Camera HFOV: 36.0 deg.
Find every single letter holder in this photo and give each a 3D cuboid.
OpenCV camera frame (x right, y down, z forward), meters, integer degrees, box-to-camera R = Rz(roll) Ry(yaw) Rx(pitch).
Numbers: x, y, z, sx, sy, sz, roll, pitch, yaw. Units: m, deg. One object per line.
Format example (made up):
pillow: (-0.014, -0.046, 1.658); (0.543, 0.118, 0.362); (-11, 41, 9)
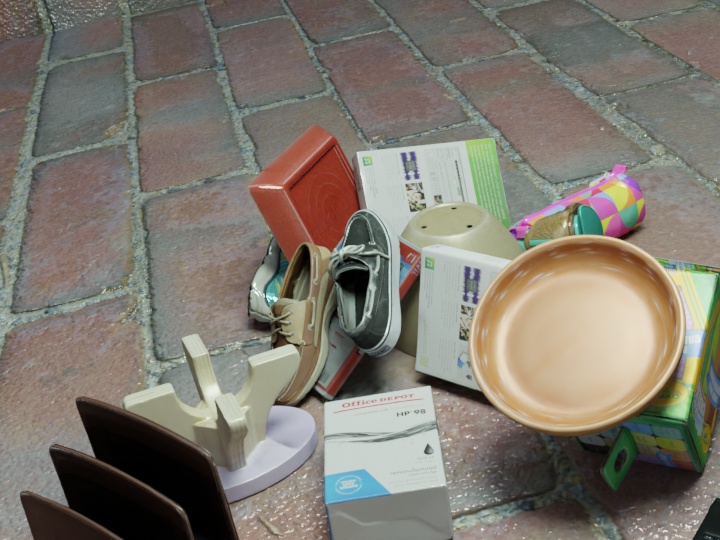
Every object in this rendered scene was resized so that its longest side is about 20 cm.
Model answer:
letter holder: (-0.224, 0.216, 1.039); (0.199, 0.143, 0.100); (15, 37, 37)

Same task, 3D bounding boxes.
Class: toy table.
toy table: (-0.147, 0.157, 1.151); (0.199, 0.118, 0.184); (-24, 32, -26)

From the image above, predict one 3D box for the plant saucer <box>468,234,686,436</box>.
plant saucer: (0.199, 0.061, 1.019); (0.199, 0.037, 0.201); (-12, 57, 19)

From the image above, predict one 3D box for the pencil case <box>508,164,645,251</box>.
pencil case: (0.283, -0.063, 1.448); (0.200, 0.089, 0.088); (-29, 34, -30)

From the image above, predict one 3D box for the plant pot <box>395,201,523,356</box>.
plant pot: (0.115, -0.004, 1.339); (0.199, 0.135, 0.201); (-7, 28, 4)

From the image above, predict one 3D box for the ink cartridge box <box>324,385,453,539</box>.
ink cartridge box: (0.023, 0.182, 1.100); (0.115, 0.067, 0.200); (-9, 29, 2)

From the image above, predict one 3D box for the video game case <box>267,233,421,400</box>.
video game case: (-0.017, 0.039, 1.304); (0.200, 0.017, 0.143); (-55, 38, -1)

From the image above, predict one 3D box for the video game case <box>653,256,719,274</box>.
video game case: (0.331, 0.007, 1.266); (0.181, 0.022, 0.200); (10, 11, 13)

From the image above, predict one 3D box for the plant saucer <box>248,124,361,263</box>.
plant saucer: (-0.042, -0.071, 1.443); (0.037, 0.201, 0.200); (-16, 22, 33)

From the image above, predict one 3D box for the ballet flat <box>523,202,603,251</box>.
ballet flat: (0.216, -0.036, 1.205); (0.072, 0.068, 0.200); (-8, 3, 20)

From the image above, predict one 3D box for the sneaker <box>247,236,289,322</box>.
sneaker: (-0.092, 0.009, 1.471); (0.079, 0.078, 0.200); (14, 36, 3)

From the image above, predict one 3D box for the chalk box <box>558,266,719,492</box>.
chalk box: (0.270, 0.111, 1.056); (0.123, 0.124, 0.201); (6, 64, 28)

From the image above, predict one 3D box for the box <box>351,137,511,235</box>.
box: (0.097, -0.096, 1.485); (0.199, 0.145, 0.036); (-7, -10, -13)

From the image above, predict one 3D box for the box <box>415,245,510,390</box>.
box: (0.149, 0.061, 1.183); (0.199, 0.145, 0.036); (15, 20, 39)

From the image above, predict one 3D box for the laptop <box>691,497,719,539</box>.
laptop: (0.333, 0.230, 0.875); (0.177, 0.104, 0.200); (12, 35, 34)

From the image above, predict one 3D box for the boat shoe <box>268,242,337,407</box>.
boat shoe: (-0.077, 0.059, 1.277); (0.075, 0.072, 0.201); (-8, 57, 41)

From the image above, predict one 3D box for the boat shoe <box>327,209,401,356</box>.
boat shoe: (-0.002, 0.001, 1.247); (0.073, 0.068, 0.200); (-26, 46, 31)
